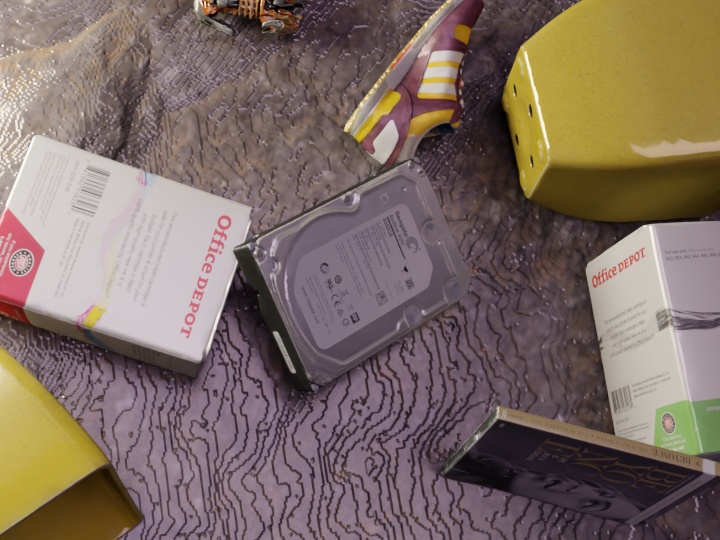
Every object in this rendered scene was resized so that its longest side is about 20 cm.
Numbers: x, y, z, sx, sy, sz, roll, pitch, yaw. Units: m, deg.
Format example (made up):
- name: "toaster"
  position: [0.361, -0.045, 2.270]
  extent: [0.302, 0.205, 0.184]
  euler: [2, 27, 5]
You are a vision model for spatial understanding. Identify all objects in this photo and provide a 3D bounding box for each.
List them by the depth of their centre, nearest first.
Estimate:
- name: "plant pot"
  position: [-0.305, 0.157, 0.780]
  extent: [0.199, 0.200, 0.177]
  euler: [-33, 72, -17]
- name: "dvd case"
  position: [0.186, 0.173, 0.887]
  extent: [0.198, 0.149, 0.016]
  euler: [15, 58, -7]
- name: "ink cartridge box"
  position: [-0.209, -0.009, 0.892]
  extent: [0.198, 0.086, 0.149]
  euler: [20, 72, -7]
- name: "hard drive"
  position: [0.000, 0.000, 0.915]
  extent: [0.199, 0.038, 0.141]
  euler: [-29, 100, -32]
- name: "ink cartridge box"
  position: [0.284, 0.071, 0.935]
  extent: [0.083, 0.146, 0.202]
  euler: [-4, 75, -13]
- name: "plant pot"
  position: [0.245, -0.154, 0.974]
  extent: [0.198, 0.194, 0.198]
  euler: [-9, 76, -4]
- name: "toy dinosaur"
  position: [-0.138, -0.308, 0.991]
  extent: [0.199, 0.102, 0.137]
  euler: [28, 87, -25]
- name: "sneaker"
  position: [0.073, -0.183, 1.010]
  extent: [0.090, 0.075, 0.200]
  euler: [40, 77, -7]
